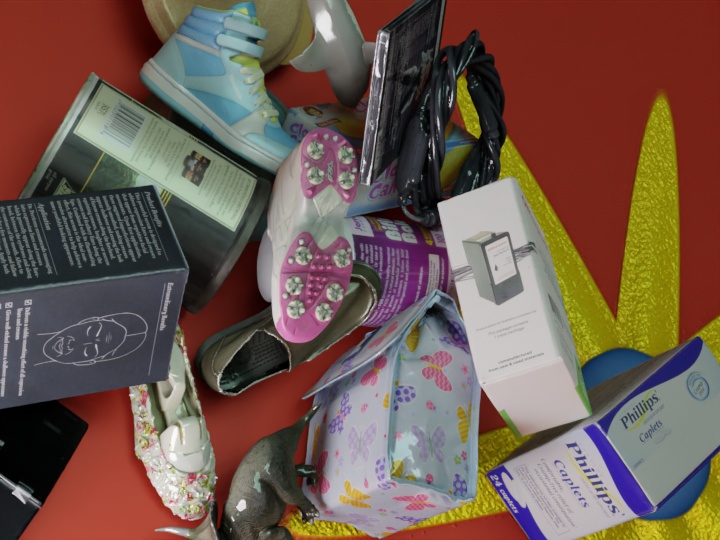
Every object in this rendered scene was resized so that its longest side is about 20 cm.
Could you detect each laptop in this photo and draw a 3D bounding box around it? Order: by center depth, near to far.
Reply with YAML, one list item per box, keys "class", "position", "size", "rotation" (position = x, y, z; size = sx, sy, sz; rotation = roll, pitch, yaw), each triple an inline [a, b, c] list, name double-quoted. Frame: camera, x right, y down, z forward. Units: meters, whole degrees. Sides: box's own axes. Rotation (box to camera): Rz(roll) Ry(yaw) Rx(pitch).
- class: "laptop"
  position: [-0.368, 0.167, 1.249]
  size: [0.187, 0.116, 0.201]
  rotation: [38, 27, -10]

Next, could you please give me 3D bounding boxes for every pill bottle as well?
- class: "pill bottle"
  position: [0.000, 0.000, 1.467]
  size: [0.198, 0.112, 0.114]
  rotation: [7, 65, -27]

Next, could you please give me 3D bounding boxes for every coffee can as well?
- class: "coffee can"
  position: [-0.205, -0.072, 1.365]
  size: [0.199, 0.146, 0.147]
  rotation: [31, 56, -12]

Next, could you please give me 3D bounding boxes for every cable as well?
- class: "cable"
  position: [0.104, -0.141, 1.459]
  size: [0.162, 0.050, 0.203]
  rotation: [2, 103, -54]

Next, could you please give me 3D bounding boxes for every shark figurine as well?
- class: "shark figurine"
  position: [-0.049, -0.241, 1.399]
  size: [0.089, 0.128, 0.216]
  rotation: [-39, 111, -21]

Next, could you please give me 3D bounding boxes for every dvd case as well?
- class: "dvd case"
  position: [0.043, -0.184, 1.402]
  size: [0.016, 0.151, 0.200]
  rotation: [14, 27, 14]

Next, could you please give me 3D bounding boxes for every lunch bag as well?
- class: "lunch bag"
  position: [0.026, 0.135, 1.385]
  size: [0.126, 0.169, 0.202]
  rotation: [21, 61, -25]

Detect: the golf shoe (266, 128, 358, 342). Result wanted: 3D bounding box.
- class: "golf shoe"
  position: [-0.053, -0.028, 1.350]
  size: [0.075, 0.091, 0.203]
  rotation: [19, 72, -29]

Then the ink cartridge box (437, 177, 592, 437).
- class: "ink cartridge box"
  position: [0.149, 0.036, 1.389]
  size: [0.146, 0.083, 0.202]
  rotation: [53, 22, -57]

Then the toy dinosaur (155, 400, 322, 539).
- class: "toy dinosaur"
  position: [-0.086, 0.203, 1.318]
  size: [0.201, 0.077, 0.102]
  rotation: [-54, 132, -9]

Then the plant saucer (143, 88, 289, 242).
- class: "plant saucer"
  position: [-0.134, -0.128, 1.498]
  size: [0.198, 0.036, 0.203]
  rotation: [12, 62, -24]

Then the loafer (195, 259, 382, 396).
- class: "loafer"
  position: [-0.063, 0.064, 1.373]
  size: [0.199, 0.070, 0.076]
  rotation: [-33, 116, 2]

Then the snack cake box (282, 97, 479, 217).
- class: "snack cake box"
  position: [0.020, -0.124, 1.509]
  size: [0.115, 0.068, 0.199]
  rotation: [39, 33, 29]

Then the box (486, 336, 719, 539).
- class: "box"
  position: [0.263, 0.180, 1.477]
  size: [0.183, 0.200, 0.106]
  rotation: [-33, 87, -36]

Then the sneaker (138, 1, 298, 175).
- class: "sneaker"
  position: [-0.108, -0.186, 1.423]
  size: [0.199, 0.080, 0.131]
  rotation: [35, 96, 2]

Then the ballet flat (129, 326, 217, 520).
- class: "ballet flat"
  position: [-0.176, 0.130, 1.339]
  size: [0.075, 0.064, 0.202]
  rotation: [-11, 74, -34]

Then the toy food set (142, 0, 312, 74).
- class: "toy food set"
  position: [-0.144, -0.296, 1.516]
  size: [0.199, 0.048, 0.200]
  rotation: [-27, 98, -32]

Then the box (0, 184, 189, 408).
- class: "box"
  position: [-0.261, 0.024, 1.231]
  size: [0.198, 0.149, 0.108]
  rotation: [-7, 49, -24]
